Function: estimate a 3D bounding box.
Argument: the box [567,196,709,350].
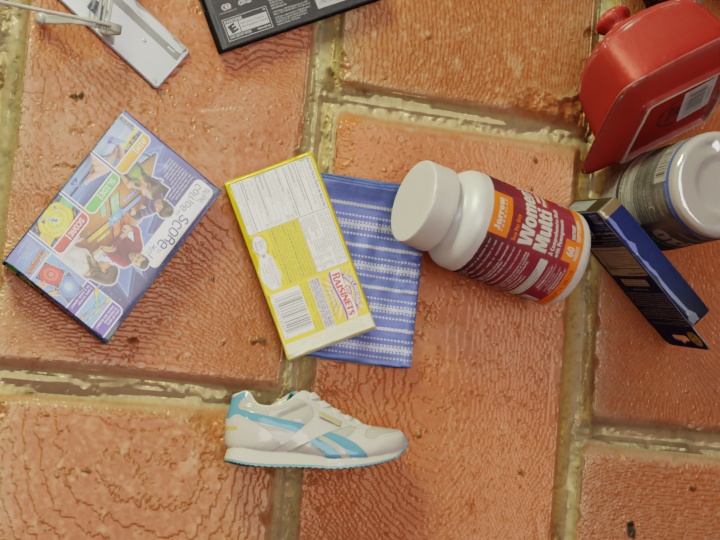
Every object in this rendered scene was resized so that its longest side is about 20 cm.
[{"bbox_3d":[0.313,0.003,1.809,0.032,0.121,0.200,-41,99,-9],"label":"box"}]

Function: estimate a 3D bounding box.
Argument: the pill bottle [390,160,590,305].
[{"bbox_3d":[0.140,-0.042,1.751,0.199,0.109,0.110,20,80,-25],"label":"pill bottle"}]

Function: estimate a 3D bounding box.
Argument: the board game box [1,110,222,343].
[{"bbox_3d":[-0.254,-0.045,1.679,0.135,0.034,0.200,40,76,-12],"label":"board game box"}]

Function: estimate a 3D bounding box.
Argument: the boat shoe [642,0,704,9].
[{"bbox_3d":[0.359,-0.320,1.858,0.200,0.071,0.065,44,70,-30],"label":"boat shoe"}]

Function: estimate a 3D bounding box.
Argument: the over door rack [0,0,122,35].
[{"bbox_3d":[-0.327,-0.329,1.645,0.199,0.066,0.149,9,88,-35],"label":"over door rack"}]

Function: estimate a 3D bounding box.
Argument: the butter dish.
[{"bbox_3d":[0.316,-0.231,1.816,0.198,0.200,0.148,-25,70,-17],"label":"butter dish"}]

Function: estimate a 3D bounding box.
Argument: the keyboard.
[{"bbox_3d":[-0.270,-0.279,1.708,0.200,0.011,0.056,43,80,-10],"label":"keyboard"}]

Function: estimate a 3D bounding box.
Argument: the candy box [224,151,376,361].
[{"bbox_3d":[-0.064,-0.015,1.728,0.102,0.026,0.201,-19,88,-9],"label":"candy box"}]

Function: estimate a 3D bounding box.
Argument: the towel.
[{"bbox_3d":[0.000,0.000,1.763,0.144,0.024,0.202,9,84,-16],"label":"towel"}]

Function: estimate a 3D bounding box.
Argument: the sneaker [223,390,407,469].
[{"bbox_3d":[-0.044,0.167,1.710,0.198,0.076,0.082,4,83,-19],"label":"sneaker"}]

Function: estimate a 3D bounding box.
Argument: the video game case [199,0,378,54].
[{"bbox_3d":[-0.092,-0.351,1.760,0.199,0.025,0.182,-21,93,-17],"label":"video game case"}]

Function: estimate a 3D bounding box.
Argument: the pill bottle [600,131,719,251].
[{"bbox_3d":[0.347,-0.081,1.786,0.113,0.200,0.115,2,85,-16],"label":"pill bottle"}]
